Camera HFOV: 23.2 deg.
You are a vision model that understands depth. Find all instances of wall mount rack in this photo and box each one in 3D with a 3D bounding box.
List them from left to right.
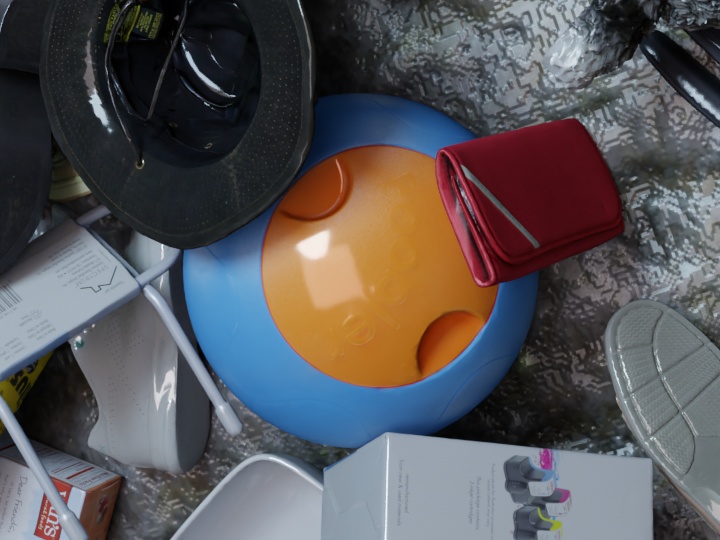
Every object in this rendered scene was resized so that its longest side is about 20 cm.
[{"bbox_3d":[-0.169,0.052,1.016,0.174,0.200,0.075,42,150,24],"label":"wall mount rack"}]

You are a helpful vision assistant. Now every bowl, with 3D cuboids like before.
[{"bbox_3d":[-0.035,0.230,1.095,0.200,0.075,0.200,41,105,11],"label":"bowl"}]

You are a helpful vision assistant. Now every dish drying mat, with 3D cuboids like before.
[{"bbox_3d":[0.097,-0.041,0.957,0.018,0.200,0.077,-25,87,29],"label":"dish drying mat"}]

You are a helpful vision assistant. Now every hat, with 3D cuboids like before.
[{"bbox_3d":[-0.078,-0.106,0.929,0.201,0.081,0.201,2,93,39],"label":"hat"}]

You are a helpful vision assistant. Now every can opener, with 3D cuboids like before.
[{"bbox_3d":[0.235,-0.079,0.982,0.063,0.079,0.200,-44,72,25],"label":"can opener"}]

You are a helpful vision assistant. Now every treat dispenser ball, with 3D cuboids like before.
[{"bbox_3d":[0.000,0.000,0.994,0.201,0.201,0.201,2,96,19],"label":"treat dispenser ball"}]

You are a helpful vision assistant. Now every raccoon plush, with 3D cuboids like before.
[{"bbox_3d":[0.213,-0.135,0.957,0.134,0.097,0.200,43,93,8],"label":"raccoon plush"}]

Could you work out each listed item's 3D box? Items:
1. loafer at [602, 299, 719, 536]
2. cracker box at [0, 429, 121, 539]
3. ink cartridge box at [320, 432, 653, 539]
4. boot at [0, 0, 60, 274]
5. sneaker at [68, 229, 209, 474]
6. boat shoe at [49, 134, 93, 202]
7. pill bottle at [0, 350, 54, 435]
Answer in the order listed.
[{"bbox_3d":[0.201,0.110,1.011,0.072,0.063,0.200,-33,80,-16],"label":"loafer"},{"bbox_3d":[-0.272,0.169,1.178,0.200,0.058,0.134,20,101,17],"label":"cracker box"},{"bbox_3d":[0.089,0.143,0.994,0.200,0.115,0.068,8,72,-18],"label":"ink cartridge box"},{"bbox_3d":[-0.240,-0.086,1.053,0.068,0.200,0.188,9,94,-26],"label":"boot"},{"bbox_3d":[-0.145,0.029,1.114,0.088,0.075,0.200,6,99,20],"label":"sneaker"},{"bbox_3d":[-0.174,-0.080,1.063,0.200,0.073,0.063,-6,107,49],"label":"boat shoe"},{"bbox_3d":[-0.274,0.078,1.095,0.113,0.113,0.200,22,66,15],"label":"pill bottle"}]
